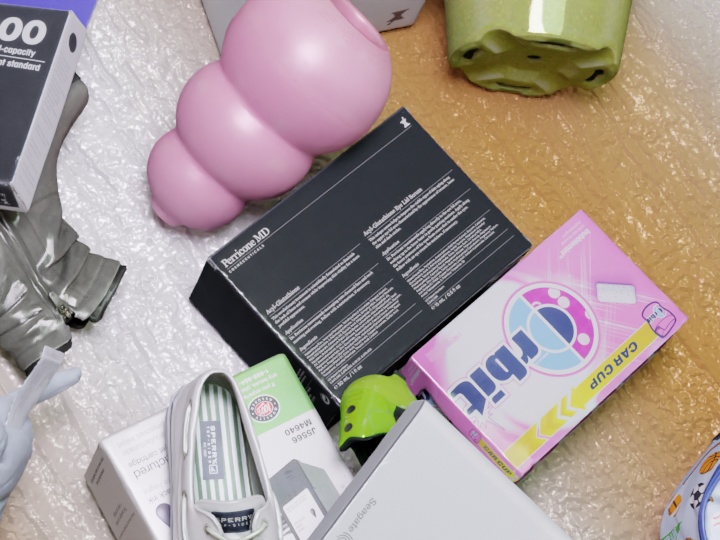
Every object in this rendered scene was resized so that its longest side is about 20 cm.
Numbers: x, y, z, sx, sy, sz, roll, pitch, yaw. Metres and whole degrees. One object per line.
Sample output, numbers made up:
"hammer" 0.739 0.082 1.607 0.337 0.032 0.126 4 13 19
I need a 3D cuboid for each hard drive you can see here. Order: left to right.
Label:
"hard drive" 0.070 0.199 1.386 0.200 0.027 0.132 43 70 -13

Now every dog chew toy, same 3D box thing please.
"dog chew toy" -0.072 -0.108 1.513 0.200 0.124 0.125 -44 81 15

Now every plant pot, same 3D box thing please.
"plant pot" 0.136 -0.239 1.632 0.199 0.200 0.185 8 76 -13

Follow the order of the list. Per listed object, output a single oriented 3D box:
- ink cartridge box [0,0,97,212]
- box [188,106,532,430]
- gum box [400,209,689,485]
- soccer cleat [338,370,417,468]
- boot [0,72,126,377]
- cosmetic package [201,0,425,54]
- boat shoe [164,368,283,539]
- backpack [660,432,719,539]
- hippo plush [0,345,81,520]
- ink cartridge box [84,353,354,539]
"ink cartridge box" -0.297 -0.143 1.477 0.197 0.043 0.201 8 58 10
"box" 0.000 0.000 1.530 0.200 0.079 0.141 -39 84 -27
"gum box" 0.125 0.063 1.544 0.200 0.066 0.114 -39 80 -27
"soccer cleat" 0.049 0.155 1.446 0.200 0.067 0.081 49 35 -24
"boot" -0.215 -0.030 1.496 0.130 0.068 0.200 35 69 -4
"cosmetic package" -0.043 -0.289 1.599 0.164 0.165 0.201 -15 71 -21
"boat shoe" -0.087 0.159 1.342 0.073 0.067 0.201 -10 70 -19
"backpack" 0.314 0.181 1.507 0.190 0.154 0.200 -41 85 -17
"hippo plush" -0.299 0.111 1.345 0.160 0.159 0.201 22 80 7
"ink cartridge box" -0.070 0.180 1.423 0.145 0.084 0.200 -25 76 -24
